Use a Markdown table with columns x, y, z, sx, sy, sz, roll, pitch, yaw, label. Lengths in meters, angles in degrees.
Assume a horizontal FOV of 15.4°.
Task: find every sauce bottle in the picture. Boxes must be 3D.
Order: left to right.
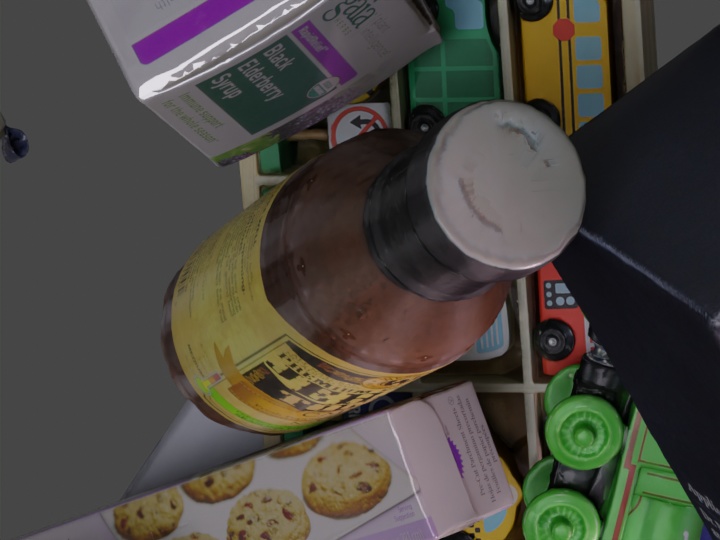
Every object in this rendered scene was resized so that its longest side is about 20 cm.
| x | y | z | sx | sy | sz | roll | pitch | yaw | label |
| --- | --- | --- | --- | --- | --- | --- | --- | --- | --- |
| 0.000 | 0.000 | 0.692 | 0.064 | 0.200 | 0.065 | 4 | 78 | -17 | sauce bottle |

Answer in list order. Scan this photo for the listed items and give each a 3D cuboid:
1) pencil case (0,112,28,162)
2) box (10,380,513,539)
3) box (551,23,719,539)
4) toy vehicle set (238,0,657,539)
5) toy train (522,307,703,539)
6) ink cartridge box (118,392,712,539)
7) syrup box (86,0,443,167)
| x | y | z | sx | sy | sz | roll | pitch | yaw | label |
| --- | --- | --- | --- | --- | --- | --- | --- | --- | --- |
| -0.176 | -0.112 | 0.838 | 0.089 | 0.078 | 0.201 | -13 | 103 | 41 | pencil case |
| -0.041 | 0.079 | 0.802 | 0.199 | 0.039 | 0.042 | -21 | 87 | 42 | box |
| 0.178 | 0.011 | 0.676 | 0.196 | 0.117 | 0.200 | -36 | 117 | -8 | box |
| 0.029 | 0.001 | 0.798 | 0.124 | 0.027 | 0.201 | -1 | 103 | 15 | toy vehicle set |
| 0.078 | 0.054 | 0.765 | 0.056 | 0.042 | 0.201 | 12 | 106 | 0 | toy train |
| 0.026 | 0.097 | 0.861 | 0.200 | 0.043 | 0.197 | 37 | 113 | 5 | ink cartridge box |
| -0.060 | -0.137 | 0.751 | 0.081 | 0.079 | 0.201 | -29 | 74 | 7 | syrup box |
